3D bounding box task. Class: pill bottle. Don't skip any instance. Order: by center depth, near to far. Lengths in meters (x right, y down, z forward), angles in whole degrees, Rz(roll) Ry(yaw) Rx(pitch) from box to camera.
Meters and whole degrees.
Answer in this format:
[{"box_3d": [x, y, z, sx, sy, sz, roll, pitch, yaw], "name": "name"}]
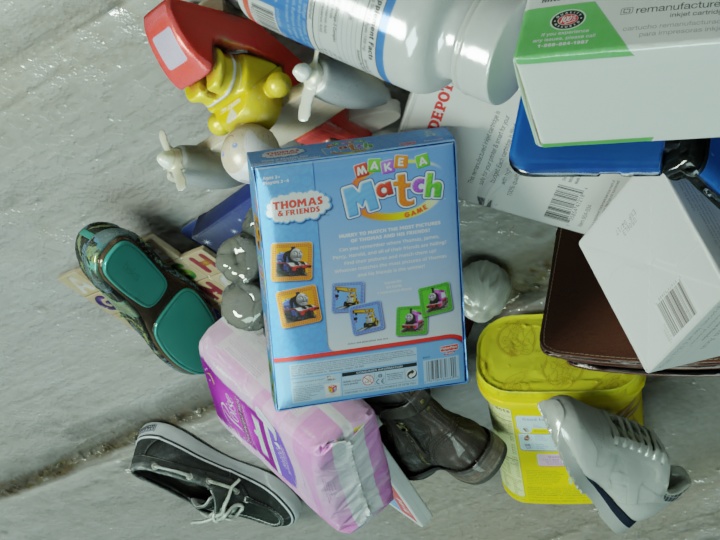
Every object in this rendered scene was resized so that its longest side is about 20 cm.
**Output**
[{"box_3d": [0.023, -0.188, 1.278, 0.200, 0.112, 0.112, 26, 147, 22], "name": "pill bottle"}]

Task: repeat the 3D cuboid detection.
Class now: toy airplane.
[{"box_3d": [-0.065, -0.116, 1.426, 0.199, 0.141, 0.200, 8, 142, 7], "name": "toy airplane"}]

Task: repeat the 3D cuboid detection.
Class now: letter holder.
[{"box_3d": [0.258, 0.046, 1.529, 0.200, 0.142, 0.101, 0, 141, 18], "name": "letter holder"}]

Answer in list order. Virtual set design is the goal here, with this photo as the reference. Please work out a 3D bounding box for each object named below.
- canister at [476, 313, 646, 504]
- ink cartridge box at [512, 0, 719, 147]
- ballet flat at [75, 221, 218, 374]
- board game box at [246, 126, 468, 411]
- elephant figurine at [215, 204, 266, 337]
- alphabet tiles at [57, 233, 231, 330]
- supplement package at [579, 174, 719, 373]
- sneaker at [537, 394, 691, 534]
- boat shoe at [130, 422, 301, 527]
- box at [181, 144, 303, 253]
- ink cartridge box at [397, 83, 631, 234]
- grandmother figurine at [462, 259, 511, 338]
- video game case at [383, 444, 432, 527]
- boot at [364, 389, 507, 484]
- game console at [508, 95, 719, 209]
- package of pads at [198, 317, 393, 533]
[{"box_3d": [0.188, 0.131, 1.704, 0.148, 0.087, 0.200, -2, 142, 10], "name": "canister"}, {"box_3d": [0.190, -0.181, 1.214, 0.146, 0.200, 0.084, -3, 137, 21], "name": "ink cartridge box"}, {"box_3d": [-0.191, 0.021, 1.677, 0.074, 0.074, 0.200, -6, 141, 24], "name": "ballet flat"}, {"box_3d": [0.000, 0.000, 1.391, 0.151, 0.037, 0.200, -8, 115, -8], "name": "board game box"}, {"box_3d": [-0.030, 0.003, 1.524, 0.155, 0.142, 0.200, 27, -177, 17], "name": "elephant figurine"}, {"box_3d": [-0.165, 0.028, 1.731, 0.167, 0.008, 0.200, 36, 147, -26], "name": "alphabet tiles"}, {"box_3d": [0.289, -0.019, 1.379, 0.200, 0.120, 0.121, -11, 152, -30], "name": "supplement package"}, {"box_3d": [0.218, 0.154, 1.615, 0.080, 0.076, 0.200, -26, 142, 15], "name": "sneaker"}, {"box_3d": [-0.152, 0.233, 1.964, 0.199, 0.068, 0.074, 35, 139, -25], "name": "boat shoe"}, {"box_3d": [-0.060, -0.033, 1.623, 0.121, 0.032, 0.200, 34, 140, -24], "name": "box"}, {"box_3d": [0.135, -0.114, 1.411, 0.200, 0.084, 0.146, 16, 143, -3], "name": "ink cartridge box"}, {"box_3d": [0.051, 0.043, 1.669, 0.200, 0.061, 0.121, -27, 155, 37], "name": "grandmother figurine"}, {"box_3d": [-0.025, 0.158, 1.778, 0.200, 0.017, 0.143, 29, 160, 44], "name": "video game case"}, {"box_3d": [0.027, 0.118, 1.682, 0.174, 0.069, 0.200, 40, 159, -25], "name": "boot"}, {"box_3d": [0.212, -0.113, 1.292, 0.171, 0.200, 0.118, 38, 138, -29], "name": "game console"}, {"box_3d": [-0.057, 0.129, 1.645, 0.200, 0.076, 0.121, 38, 150, 41], "name": "package of pads"}]
